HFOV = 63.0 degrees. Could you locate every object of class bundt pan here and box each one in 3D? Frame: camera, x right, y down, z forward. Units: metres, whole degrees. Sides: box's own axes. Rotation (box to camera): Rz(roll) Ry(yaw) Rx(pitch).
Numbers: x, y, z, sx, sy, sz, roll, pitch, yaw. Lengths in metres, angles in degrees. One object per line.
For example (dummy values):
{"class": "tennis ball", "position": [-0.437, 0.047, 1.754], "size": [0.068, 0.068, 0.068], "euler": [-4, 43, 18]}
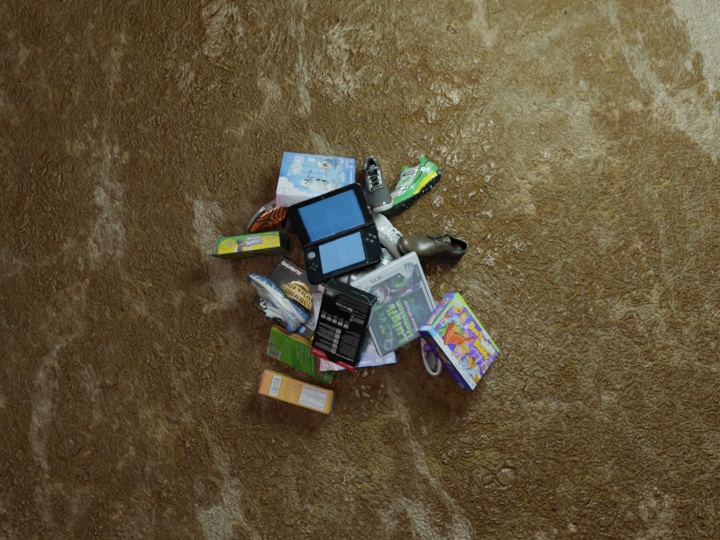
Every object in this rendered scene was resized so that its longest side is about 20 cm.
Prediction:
{"class": "bundt pan", "position": [0.000, 0.000, 1.499], "size": [0.198, 0.203, 0.077], "euler": [-6, 124, 7]}

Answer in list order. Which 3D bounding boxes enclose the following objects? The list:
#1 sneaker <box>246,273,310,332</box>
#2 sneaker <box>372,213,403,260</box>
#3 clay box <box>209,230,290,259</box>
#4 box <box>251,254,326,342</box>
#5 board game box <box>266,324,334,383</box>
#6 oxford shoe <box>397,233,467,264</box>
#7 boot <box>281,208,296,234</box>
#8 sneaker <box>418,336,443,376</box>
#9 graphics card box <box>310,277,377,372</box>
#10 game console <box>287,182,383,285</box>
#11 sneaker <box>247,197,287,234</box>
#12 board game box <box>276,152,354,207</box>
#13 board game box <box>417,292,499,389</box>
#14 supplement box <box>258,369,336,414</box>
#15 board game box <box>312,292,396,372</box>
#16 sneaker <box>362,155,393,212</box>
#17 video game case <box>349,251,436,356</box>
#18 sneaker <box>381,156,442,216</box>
{"class": "sneaker", "position": [-0.231, 0.087, 1.538], "size": [0.199, 0.077, 0.086], "euler": [38, 94, 9]}
{"class": "sneaker", "position": [0.080, -0.089, 1.536], "size": [0.200, 0.087, 0.075], "euler": [46, 74, -4]}
{"class": "clay box", "position": [-0.299, -0.066, 1.589], "size": [0.196, 0.115, 0.048], "euler": [-6, 83, 6]}
{"class": "box", "position": [-0.173, 0.079, 1.593], "size": [0.198, 0.049, 0.161], "euler": [32, 91, 9]}
{"class": "board game box", "position": [-0.154, 0.224, 1.563], "size": [0.198, 0.030, 0.097], "euler": [25, 124, 11]}
{"class": "oxford shoe", "position": [0.186, -0.069, 1.494], "size": [0.197, 0.084, 0.074], "euler": [3, 63, -26]}
{"class": "boot", "position": [-0.094, -0.157, 1.562], "size": [0.197, 0.066, 0.167], "euler": [18, 87, -11]}
{"class": "sneaker", "position": [0.177, 0.169, 1.504], "size": [0.072, 0.114, 0.204], "euler": [-15, 82, 7]}
{"class": "graphics card box", "position": [-0.043, 0.131, 1.407], "size": [0.124, 0.051, 0.203], "euler": [21, 121, 13]}
{"class": "game console", "position": [-0.062, -0.087, 1.428], "size": [0.197, 0.119, 0.174], "euler": [-18, 56, 9]}
{"class": "sneaker", "position": [-0.210, -0.139, 1.603], "size": [0.199, 0.078, 0.113], "euler": [-37, 86, 8]}
{"class": "board game box", "position": [-0.113, -0.232, 1.531], "size": [0.195, 0.044, 0.202], "euler": [4, 41, -4]}
{"class": "board game box", "position": [0.247, 0.175, 1.460], "size": [0.135, 0.045, 0.201], "euler": [-47, 110, -26]}
{"class": "supplement box", "position": [-0.165, 0.322, 1.560], "size": [0.197, 0.067, 0.070], "euler": [17, 84, 8]}
{"class": "board game box", "position": [-0.016, 0.148, 1.502], "size": [0.196, 0.043, 0.202], "euler": [-8, 77, 5]}
{"class": "sneaker", "position": [0.032, -0.228, 1.525], "size": [0.076, 0.083, 0.201], "euler": [-17, 42, 2]}
{"class": "video game case", "position": [0.089, 0.083, 1.434], "size": [0.180, 0.023, 0.202], "euler": [-26, 106, -11]}
{"class": "sneaker", "position": [0.121, -0.222, 1.575], "size": [0.199, 0.078, 0.085], "euler": [-39, 74, -6]}
